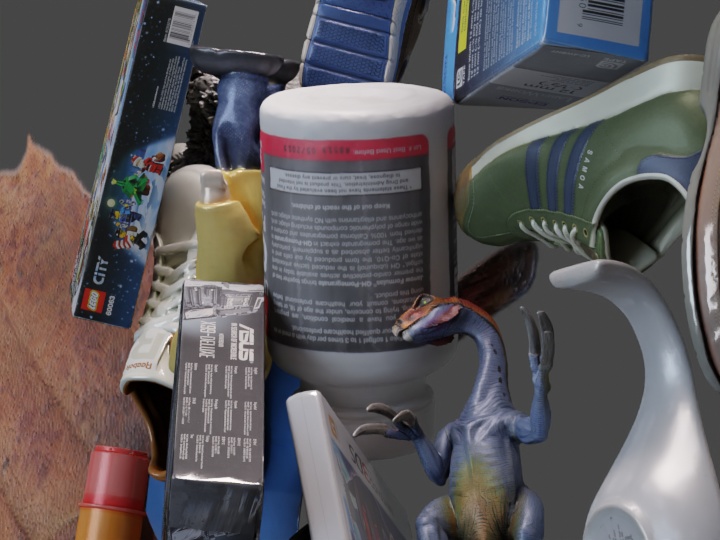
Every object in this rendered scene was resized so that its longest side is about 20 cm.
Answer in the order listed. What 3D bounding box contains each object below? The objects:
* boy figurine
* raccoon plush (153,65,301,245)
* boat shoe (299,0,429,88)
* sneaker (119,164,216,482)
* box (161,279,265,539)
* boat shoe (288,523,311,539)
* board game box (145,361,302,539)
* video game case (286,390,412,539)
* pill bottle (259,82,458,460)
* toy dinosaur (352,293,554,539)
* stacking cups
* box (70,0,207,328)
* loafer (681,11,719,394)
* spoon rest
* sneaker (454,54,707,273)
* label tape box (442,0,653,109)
[{"bbox_3d":[-0.071,-0.027,1.451,0.064,0.124,0.201,6,93,13],"label":"boy figurine"},{"bbox_3d":[-0.062,-0.047,1.548,0.200,0.096,0.135,39,120,51],"label":"raccoon plush"},{"bbox_3d":[0.011,-0.181,1.473,0.072,0.072,0.201,20,93,10],"label":"boat shoe"},{"bbox_3d":[-0.104,0.032,1.499,0.073,0.084,0.201,-13,80,39],"label":"sneaker"},{"bbox_3d":[-0.081,0.122,1.339,0.200,0.049,0.158,-94,9,-61],"label":"box"},{"bbox_3d":[-0.053,0.234,1.477,0.200,0.073,0.065,-56,26,26],"label":"boat shoe"},{"bbox_3d":[-0.067,0.100,1.557,0.158,0.039,0.201,8,93,50],"label":"board game box"},{"bbox_3d":[0.012,0.187,1.319,0.023,0.182,0.201,-17,60,9],"label":"video game case"},{"bbox_3d":[0.000,0.000,1.402,0.111,0.110,0.201,17,112,55],"label":"pill bottle"},{"bbox_3d":[0.053,0.107,1.317,0.182,0.104,0.201,-81,-11,-49],"label":"toy dinosaur"},{"bbox_3d":[-0.176,0.217,1.652,0.060,0.060,0.201,-4,77,54],"label":"stacking cups"},{"bbox_3d":[-0.139,-0.074,1.539,0.137,0.038,0.201,-136,59,-79],"label":"box"},{"bbox_3d":[0.199,-0.039,1.197,0.063,0.072,0.201,-11,69,45],"label":"loafer"},{"bbox_3d":[0.144,0.094,1.256,0.099,0.060,0.201,-15,82,53],"label":"spoon rest"},{"bbox_3d":[0.121,-0.034,1.300,0.200,0.067,0.090,-29,54,45],"label":"sneaker"},{"bbox_3d":[0.101,-0.167,1.357,0.200,0.066,0.144,150,126,-75],"label":"label tape box"}]
